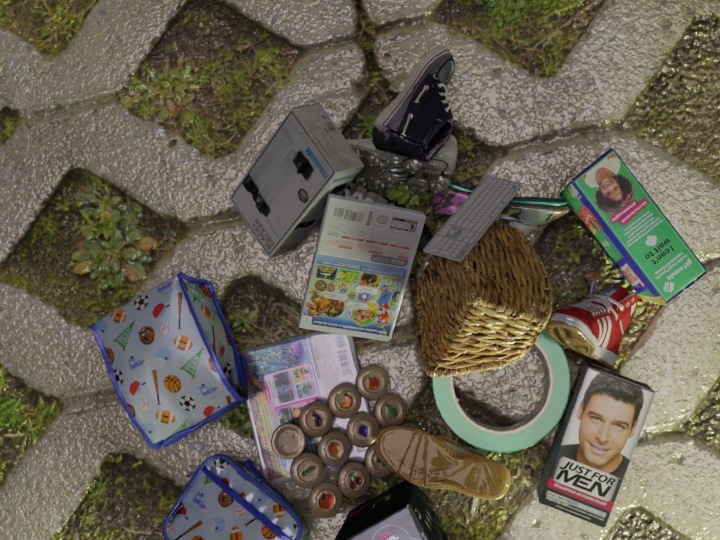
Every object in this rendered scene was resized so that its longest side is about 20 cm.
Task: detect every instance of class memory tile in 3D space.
[{"bbox_3d":[-0.017,0.244,1.233,0.198,0.017,0.155,-33,90,-12],"label":"memory tile"}]

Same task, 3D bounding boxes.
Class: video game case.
[{"bbox_3d":[0.000,0.000,1.213,0.140,0.018,0.203,9,113,-14],"label":"video game case"},{"bbox_3d":[-0.079,0.198,1.272,0.179,0.024,0.204,-15,86,5],"label":"video game case"}]

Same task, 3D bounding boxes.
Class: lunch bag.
[{"bbox_3d":[-0.267,0.134,1.241,0.168,0.124,0.202,-30,75,12],"label":"lunch bag"},{"bbox_3d":[-0.179,0.364,1.226,0.199,0.076,0.161,34,82,20],"label":"lunch bag"}]

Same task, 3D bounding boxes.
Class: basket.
[{"bbox_3d":[0.169,0.044,1.174,0.140,0.202,0.150,16,127,-15],"label":"basket"}]

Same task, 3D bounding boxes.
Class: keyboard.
[{"bbox_3d":[0.155,-0.074,1.161,0.056,0.011,0.200,21,45,24],"label":"keyboard"}]

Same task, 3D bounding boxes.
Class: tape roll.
[{"bbox_3d":[0.201,0.156,1.232,0.196,0.048,0.205,0,87,7],"label":"tape roll"}]

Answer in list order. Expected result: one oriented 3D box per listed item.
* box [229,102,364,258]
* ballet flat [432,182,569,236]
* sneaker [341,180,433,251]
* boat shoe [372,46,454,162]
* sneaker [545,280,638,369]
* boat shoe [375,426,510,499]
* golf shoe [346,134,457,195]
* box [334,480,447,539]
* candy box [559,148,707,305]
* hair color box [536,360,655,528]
[{"bbox_3d":[-0.095,-0.124,1.214,0.117,0.060,0.200,55,132,11],"label":"box"},{"bbox_3d":[0.199,-0.082,1.240,0.196,0.069,0.073,10,101,12],"label":"ballet flat"},{"bbox_3d":[0.010,-0.070,1.255,0.198,0.067,0.091,29,115,1],"label":"sneaker"},{"bbox_3d":[0.104,-0.234,1.217,0.092,0.075,0.201,23,64,25],"label":"boat shoe"},{"bbox_3d":[0.317,0.057,1.163,0.070,0.199,0.114,20,83,35],"label":"sneaker"},{"bbox_3d":[0.113,0.275,1.220,0.197,0.069,0.075,21,83,0],"label":"boat shoe"},{"bbox_3d":[0.051,-0.171,1.262,0.197,0.079,0.098,12,53,20],"label":"golf shoe"},{"bbox_3d":[0.044,0.368,1.160,0.121,0.200,0.107,-30,85,3],"label":"box"},{"bbox_3d":[0.365,-0.055,1.164,0.077,0.169,0.201,-38,84,6],"label":"candy box"},{"bbox_3d":[0.326,0.241,1.196,0.097,0.061,0.203,19,96,7],"label":"hair color box"}]
